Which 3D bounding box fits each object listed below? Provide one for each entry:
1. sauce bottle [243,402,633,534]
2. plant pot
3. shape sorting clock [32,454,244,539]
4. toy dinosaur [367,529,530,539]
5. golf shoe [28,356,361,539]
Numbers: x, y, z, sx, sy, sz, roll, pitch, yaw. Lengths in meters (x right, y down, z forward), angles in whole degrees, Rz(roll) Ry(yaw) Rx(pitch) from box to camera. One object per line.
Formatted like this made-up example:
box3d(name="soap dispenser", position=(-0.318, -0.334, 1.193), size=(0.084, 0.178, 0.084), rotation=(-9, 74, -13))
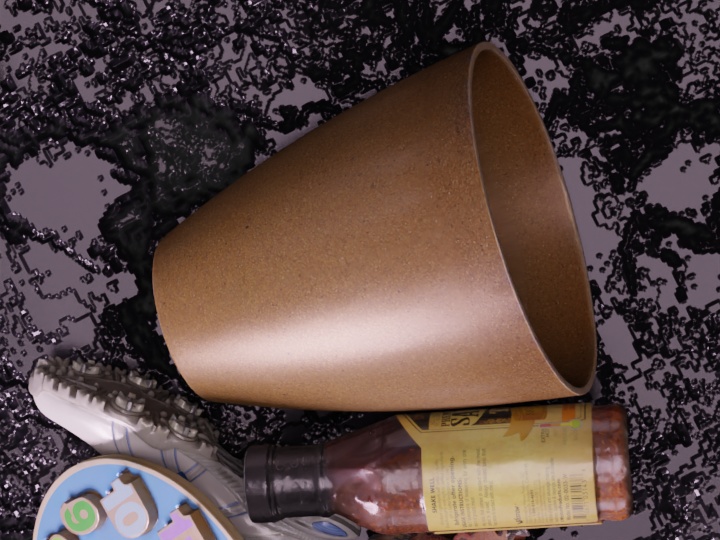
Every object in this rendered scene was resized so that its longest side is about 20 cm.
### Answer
box3d(name="sauce bottle", position=(0.040, 0.104, 1.268), size=(0.199, 0.066, 0.066), rotation=(-3, 96, 5))
box3d(name="plant pot", position=(0.000, 0.000, 1.280), size=(0.199, 0.186, 0.187), rotation=(-17, 96, 16))
box3d(name="shape sorting clock", position=(-0.108, 0.193, 1.307), size=(0.200, 0.039, 0.201), rotation=(16, 116, 36))
box3d(name="toy dinosaur", position=(0.013, 0.202, 1.338), size=(0.199, 0.086, 0.136), rotation=(-20, 96, 8))
box3d(name="golf shoe", position=(-0.102, 0.122, 1.338), size=(0.200, 0.078, 0.097), rotation=(29, 102, -1))
